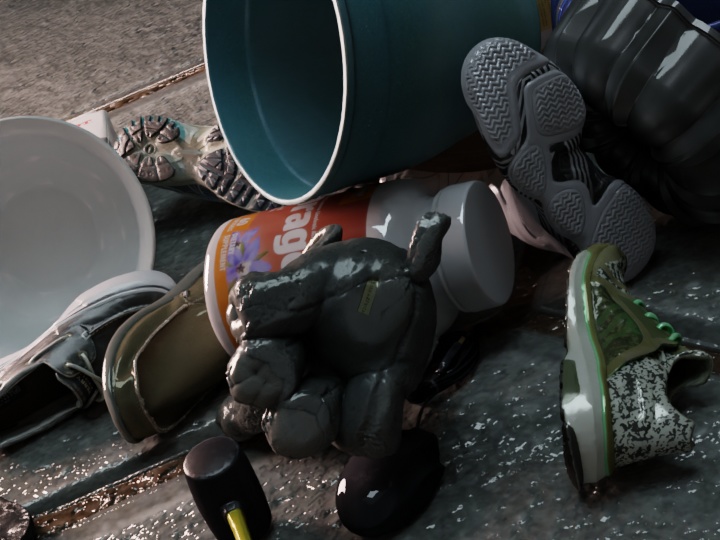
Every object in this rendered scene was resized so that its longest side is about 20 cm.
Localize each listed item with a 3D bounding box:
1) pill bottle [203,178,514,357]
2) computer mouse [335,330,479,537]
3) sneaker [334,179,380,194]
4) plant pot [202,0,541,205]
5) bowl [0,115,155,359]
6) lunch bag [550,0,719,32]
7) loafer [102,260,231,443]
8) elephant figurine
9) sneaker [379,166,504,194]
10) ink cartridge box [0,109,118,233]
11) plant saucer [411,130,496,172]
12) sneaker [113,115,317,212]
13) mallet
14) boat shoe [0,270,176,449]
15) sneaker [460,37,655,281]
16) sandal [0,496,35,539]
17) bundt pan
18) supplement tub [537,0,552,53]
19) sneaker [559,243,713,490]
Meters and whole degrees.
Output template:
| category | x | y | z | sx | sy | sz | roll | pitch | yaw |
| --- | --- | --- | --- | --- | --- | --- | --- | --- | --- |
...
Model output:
| category | x | y | z | sx | sy | sz | roll | pitch | yaw |
| --- | --- | --- | --- | --- | --- | --- | --- | --- | --- |
| pill bottle | 0.000 | 0.000 | 1.073 | 0.198 | 0.113 | 0.113 | -12 | 28 | 26 |
| computer mouse | 0.032 | 0.093 | 0.981 | 0.058 | 0.034 | 0.201 | -8 | 29 | 26 |
| sneaker | -0.002 | -0.091 | 1.264 | 0.059 | 0.105 | 0.200 | -9 | 29 | 22 |
| plant pot | 0.017 | -0.160 | 1.082 | 0.186 | 0.203 | 0.199 | -11 | 20 | -30 |
| bowl | -0.262 | -0.024 | 1.268 | 0.199 | 0.203 | 0.090 | -20 | 4 | 1 |
| lunch bag | 0.254 | -0.195 | 1.238 | 0.198 | 0.137 | 0.133 | -16 | 27 | 7 |
| loafer | -0.118 | 0.048 | 1.124 | 0.069 | 0.076 | 0.200 | -9 | 29 | 30 |
| elephant figurine | -0.023 | 0.041 | 0.974 | 0.153 | 0.144 | 0.200 | -4 | 1 | -2 |
| sneaker | 0.069 | -0.061 | 1.196 | 0.098 | 0.079 | 0.201 | 2 | 39 | 12 |
| ink cartridge box | -0.280 | -0.055 | 1.419 | 0.144 | 0.085 | 0.200 | -21 | 27 | 1 |
| plant saucer | 0.054 | -0.140 | 1.231 | 0.197 | 0.030 | 0.201 | 6 | 34 | -4 |
| sneaker | -0.117 | -0.095 | 1.386 | 0.198 | 0.079 | 0.086 | 14 | -3 | 23 |
| mallet | -0.056 | 0.181 | 0.890 | 0.041 | 0.066 | 0.201 | -24 | 42 | -4 |
| boat shoe | -0.215 | 0.078 | 1.161 | 0.199 | 0.072 | 0.071 | -34 | 34 | -1 |
| sneaker | 0.114 | -0.077 | 1.065 | 0.075 | 0.200 | 0.115 | -46 | 27 | -12 |
| sandal | -0.290 | 0.160 | 1.073 | 0.075 | 0.048 | 0.200 | -35 | 29 | -25 |
| bundt pan | 0.202 | -0.105 | 1.065 | 0.076 | 0.202 | 0.201 | -48 | 32 | -7 |
| supplement tub | 0.130 | -0.261 | 1.436 | 0.198 | 0.147 | 0.146 | -24 | 27 | -6 |
| sneaker | 0.166 | 0.055 | 0.933 | 0.087 | 0.078 | 0.201 | 0 | 36 | 11 |
